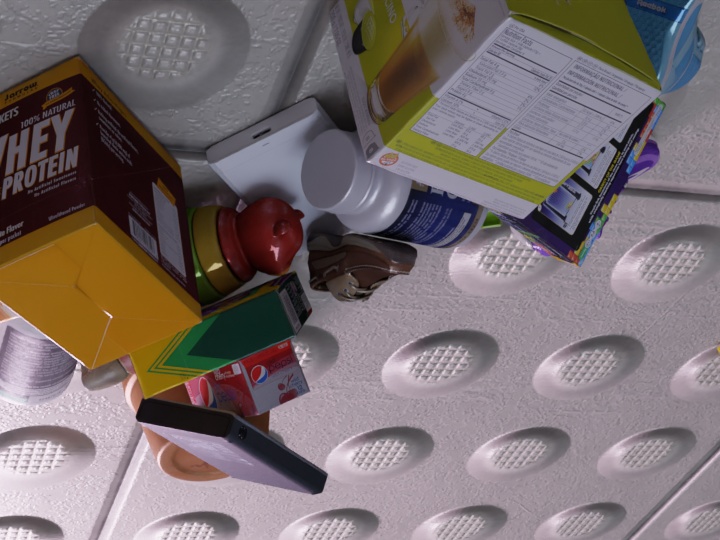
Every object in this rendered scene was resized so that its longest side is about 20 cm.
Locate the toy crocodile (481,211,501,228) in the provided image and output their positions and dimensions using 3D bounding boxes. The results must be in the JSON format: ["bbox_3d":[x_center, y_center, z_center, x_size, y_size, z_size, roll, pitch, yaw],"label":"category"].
[{"bbox_3d":[0.160,-0.126,1.524,0.067,0.062,0.201,1,141,-22],"label":"toy crocodile"}]

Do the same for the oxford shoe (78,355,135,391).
[{"bbox_3d":[-0.284,0.083,1.561,0.074,0.200,0.071,-33,101,-2],"label":"oxford shoe"}]

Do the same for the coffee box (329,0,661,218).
[{"bbox_3d":[0.118,-0.203,1.282,0.198,0.201,0.198,17,134,-36],"label":"coffee box"}]

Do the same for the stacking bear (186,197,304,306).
[{"bbox_3d":[-0.154,-0.018,1.502,0.198,0.115,0.121,-18,-175,15],"label":"stacking bear"}]

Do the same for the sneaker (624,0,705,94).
[{"bbox_3d":[0.314,-0.264,1.394,0.130,0.079,0.202,-17,135,-57],"label":"sneaker"}]

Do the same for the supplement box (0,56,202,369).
[{"bbox_3d":[-0.266,-0.052,1.350,0.132,0.202,0.197,-22,144,13],"label":"supplement box"}]

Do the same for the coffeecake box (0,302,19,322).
[{"bbox_3d":[-0.428,-0.012,1.387,0.198,0.074,0.154,-16,126,22],"label":"coffeecake box"}]

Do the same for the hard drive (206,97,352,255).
[{"bbox_3d":[-0.062,-0.097,1.516,0.131,0.027,0.200,-24,143,13],"label":"hard drive"}]

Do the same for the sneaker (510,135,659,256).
[{"bbox_3d":[0.264,-0.080,1.580,0.199,0.084,0.081,-35,151,-11],"label":"sneaker"}]

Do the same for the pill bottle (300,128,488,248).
[{"bbox_3d":[0.036,-0.089,1.462,0.199,0.112,0.111,9,140,-45],"label":"pill bottle"}]

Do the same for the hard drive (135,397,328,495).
[{"bbox_3d":[-0.144,0.202,1.590,0.138,0.033,0.200,5,157,34],"label":"hard drive"}]

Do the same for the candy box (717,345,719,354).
[{"bbox_3d":[0.625,0.107,2.046,0.198,0.027,0.102,12,134,-33],"label":"candy box"}]

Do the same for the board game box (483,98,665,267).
[{"bbox_3d":[0.217,-0.127,1.458,0.165,0.056,0.202,31,87,-44],"label":"board game box"}]

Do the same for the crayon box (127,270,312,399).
[{"bbox_3d":[-0.147,0.066,1.518,0.171,0.059,0.200,-24,-176,5],"label":"crayon box"}]

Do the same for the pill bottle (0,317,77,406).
[{"bbox_3d":[-0.353,0.051,1.537,0.112,0.114,0.201,3,142,-23],"label":"pill bottle"}]

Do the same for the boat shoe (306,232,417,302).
[{"bbox_3d":[0.000,0.000,1.500,0.075,0.073,0.200,10,178,-24],"label":"boat shoe"}]

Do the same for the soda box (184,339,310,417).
[{"bbox_3d":[-0.131,0.124,1.559,0.069,0.064,0.200,-23,-178,-27],"label":"soda box"}]

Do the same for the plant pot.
[{"bbox_3d":[-0.191,0.167,1.732,0.197,0.141,0.201,-10,144,-7],"label":"plant pot"}]
